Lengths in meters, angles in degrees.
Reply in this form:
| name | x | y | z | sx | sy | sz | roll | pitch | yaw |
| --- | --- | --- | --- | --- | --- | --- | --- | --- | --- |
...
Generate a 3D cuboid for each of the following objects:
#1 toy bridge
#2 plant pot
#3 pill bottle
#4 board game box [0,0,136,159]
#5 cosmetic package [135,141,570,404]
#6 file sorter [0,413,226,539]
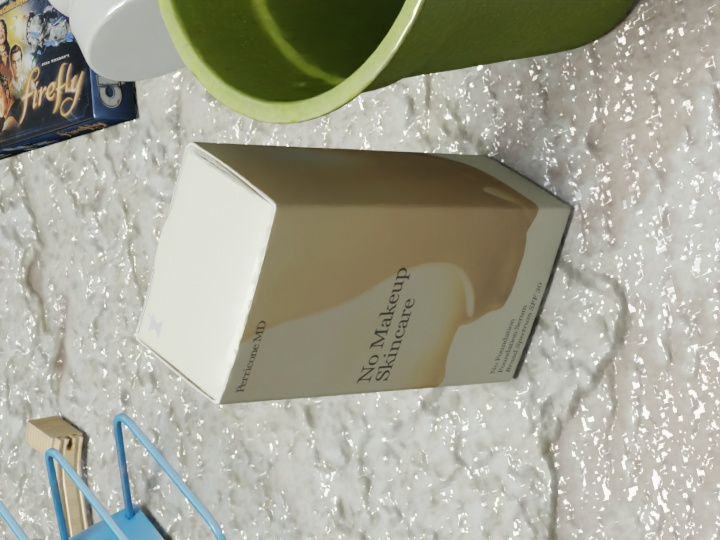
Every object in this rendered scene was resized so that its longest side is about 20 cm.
| name | x | y | z | sx | sy | sz | roll | pitch | yaw |
| --- | --- | --- | --- | --- | --- | --- | --- | --- | --- |
| toy bridge | -0.211 | 0.204 | 1.254 | 0.067 | 0.027 | 0.201 | 25 | 110 | 42 |
| plant pot | 0.035 | -0.165 | 0.858 | 0.199 | 0.189 | 0.201 | 2 | 92 | 47 |
| pill bottle | -0.151 | -0.221 | 1.109 | 0.114 | 0.113 | 0.201 | -44 | 62 | 39 |
| board game box | -0.228 | -0.151 | 1.252 | 0.199 | 0.034 | 0.136 | -11 | 84 | 47 |
| cosmetic package | 0.000 | 0.000 | 0.894 | 0.071 | 0.199 | 0.106 | 34 | 116 | 40 |
| file sorter | -0.186 | 0.194 | 1.078 | 0.139 | 0.199 | 0.123 | 44 | 149 | 37 |
